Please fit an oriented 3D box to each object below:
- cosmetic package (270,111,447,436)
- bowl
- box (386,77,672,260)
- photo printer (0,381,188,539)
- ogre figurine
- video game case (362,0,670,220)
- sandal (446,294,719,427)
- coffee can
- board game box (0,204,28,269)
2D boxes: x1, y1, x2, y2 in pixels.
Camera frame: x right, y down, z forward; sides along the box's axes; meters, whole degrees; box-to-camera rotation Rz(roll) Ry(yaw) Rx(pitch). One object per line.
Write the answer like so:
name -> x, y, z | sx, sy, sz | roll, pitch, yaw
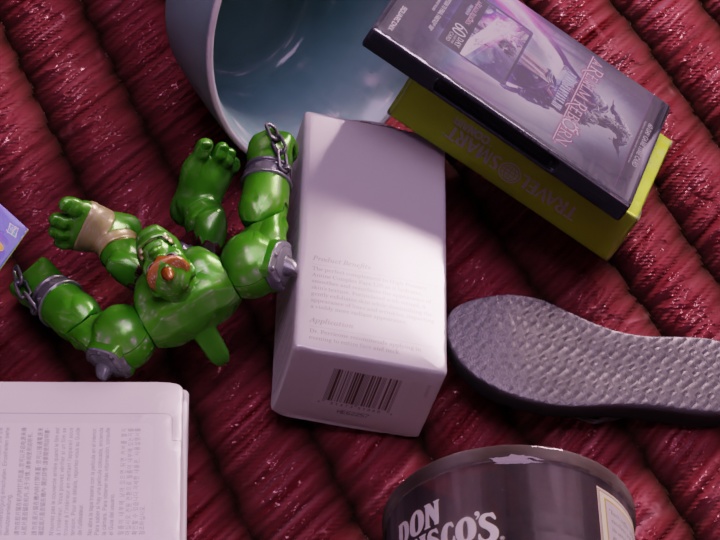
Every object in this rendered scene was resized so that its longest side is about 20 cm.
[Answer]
cosmetic package -> 0.000, 0.000, 1.388 | 0.101, 0.074, 0.201 | 11, 48, -10
bowl -> -0.055, -0.179, 1.481 | 0.200, 0.202, 0.105 | -33, 40, -28
box -> 0.107, -0.103, 1.451 | 0.199, 0.048, 0.122 | 34, 36, -1
photo printer -> -0.199, 0.142, 1.258 | 0.198, 0.070, 0.167 | 0, 50, -5
ogre figurine -> -0.116, -0.006, 1.360 | 0.199, 0.099, 0.120 | -16, 46, -14
video game case -> 0.107, -0.128, 1.424 | 0.199, 0.019, 0.143 | 34, 36, -2
sandal -> 0.147, 0.069, 1.379 | 0.199, 0.043, 0.077 | 13, 57, -8
coffee can -> 0.086, 0.218, 1.172 | 0.145, 0.147, 0.201 | 2, 49, -4
board game box -> -0.291, 0.052, 1.282 | 0.045, 0.134, 0.201 | 42, 51, -15
